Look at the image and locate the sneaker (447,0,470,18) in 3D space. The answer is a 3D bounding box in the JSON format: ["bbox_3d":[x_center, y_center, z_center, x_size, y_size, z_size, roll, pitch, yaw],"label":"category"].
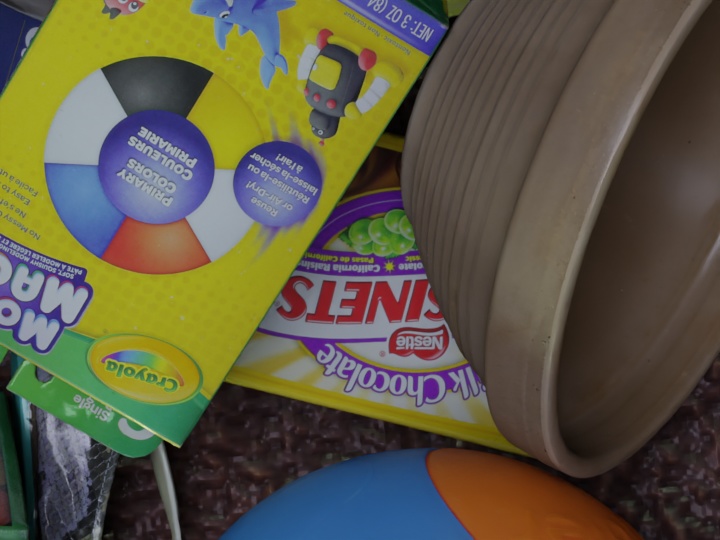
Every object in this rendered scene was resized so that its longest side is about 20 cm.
[{"bbox_3d":[0.095,-0.137,0.896,0.199,0.105,0.076,-32,55,37],"label":"sneaker"}]

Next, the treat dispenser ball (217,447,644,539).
[{"bbox_3d":[0.024,0.161,0.865,0.199,0.201,0.203,0,89,11],"label":"treat dispenser ball"}]

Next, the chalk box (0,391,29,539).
[{"bbox_3d":[-0.183,0.111,0.902,0.123,0.125,0.202,4,111,-12],"label":"chalk box"}]

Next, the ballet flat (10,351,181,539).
[{"bbox_3d":[-0.102,0.121,0.962,0.071,0.072,0.202,3,91,11],"label":"ballet flat"}]

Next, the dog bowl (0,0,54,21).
[{"bbox_3d":[-0.076,-0.173,0.915,0.198,0.059,0.202,-2,75,9],"label":"dog bowl"}]

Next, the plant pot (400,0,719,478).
[{"bbox_3d":[0.078,-0.041,0.853,0.092,0.201,0.202,27,95,24],"label":"plant pot"}]

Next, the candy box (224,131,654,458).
[{"bbox_3d":[0.000,0.000,0.925,0.198,0.026,0.103,14,96,-11],"label":"candy box"}]

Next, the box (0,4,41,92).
[{"bbox_3d":[-0.114,-0.080,0.966,0.199,0.032,0.122,23,104,16],"label":"box"}]

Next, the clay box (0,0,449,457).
[{"bbox_3d":[-0.070,-0.032,0.855,0.114,0.048,0.201,30,106,-10],"label":"clay box"}]
